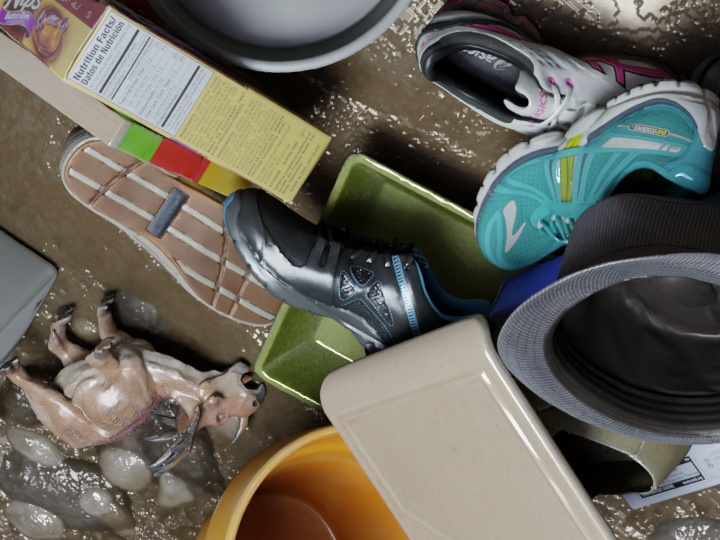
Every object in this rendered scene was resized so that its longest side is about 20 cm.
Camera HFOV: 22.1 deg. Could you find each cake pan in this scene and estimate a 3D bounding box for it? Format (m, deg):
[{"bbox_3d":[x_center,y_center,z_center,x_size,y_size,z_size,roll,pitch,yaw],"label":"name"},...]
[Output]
[{"bbox_3d":[-0.051,-0.226,1.153,0.199,0.037,0.202,0,100,-2],"label":"cake pan"}]

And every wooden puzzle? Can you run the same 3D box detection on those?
[{"bbox_3d":[0.075,0.133,1.172,0.185,0.037,0.201,-24,97,53],"label":"wooden puzzle"}]

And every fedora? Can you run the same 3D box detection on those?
[{"bbox_3d":[0.178,0.018,1.062,0.199,0.091,0.177,26,138,-25],"label":"fedora"}]

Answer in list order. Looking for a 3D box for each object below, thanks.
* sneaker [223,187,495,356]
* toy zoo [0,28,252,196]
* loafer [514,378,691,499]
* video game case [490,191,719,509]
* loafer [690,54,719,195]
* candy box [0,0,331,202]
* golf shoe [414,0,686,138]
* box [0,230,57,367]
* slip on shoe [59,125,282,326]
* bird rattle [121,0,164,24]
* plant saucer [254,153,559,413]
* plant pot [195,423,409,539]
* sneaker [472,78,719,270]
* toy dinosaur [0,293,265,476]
[{"bbox_3d":[0.000,0.000,1.222,0.200,0.073,0.082,37,116,-13],"label":"sneaker"},{"bbox_3d":[-0.151,-0.099,1.216,0.131,0.200,0.021,35,96,27],"label":"toy zoo"},{"bbox_3d":[0.119,0.113,1.184,0.199,0.068,0.076,-14,120,35],"label":"loafer"},{"bbox_3d":[0.214,0.051,1.173,0.199,0.046,0.182,-23,116,34],"label":"video game case"},{"bbox_3d":[0.264,-0.045,1.150,0.063,0.072,0.201,10,132,48],"label":"loafer"},{"bbox_3d":[-0.125,-0.122,1.166,0.200,0.117,0.057,29,97,-43],"label":"candy box"},{"bbox_3d":[0.127,-0.105,1.163,0.199,0.092,0.073,21,120,6],"label":"golf shoe"},{"bbox_3d":[-0.365,0.063,1.353,0.171,0.200,0.199,34,120,-2],"label":"box"},{"bbox_3d":[-0.127,-0.036,1.307,0.199,0.061,0.076,33,104,-21],"label":"slip on shoe"},{"bbox_3d":[-0.164,-0.253,1.188,0.163,0.113,0.200,-31,106,12],"label":"bird rattle"},{"bbox_3d":[0.051,0.033,1.283,0.199,0.048,0.201,28,122,4],"label":"plant saucer"},{"bbox_3d":[-0.034,0.214,1.313,0.200,0.200,0.183,50,157,-9],"label":"plant pot"},{"bbox_3d":[0.138,-0.045,1.124,0.077,0.080,0.200,22,145,-28],"label":"sneaker"},{"bbox_3d":[-0.186,0.099,1.382,0.199,0.086,0.136,-15,117,31],"label":"toy dinosaur"}]
